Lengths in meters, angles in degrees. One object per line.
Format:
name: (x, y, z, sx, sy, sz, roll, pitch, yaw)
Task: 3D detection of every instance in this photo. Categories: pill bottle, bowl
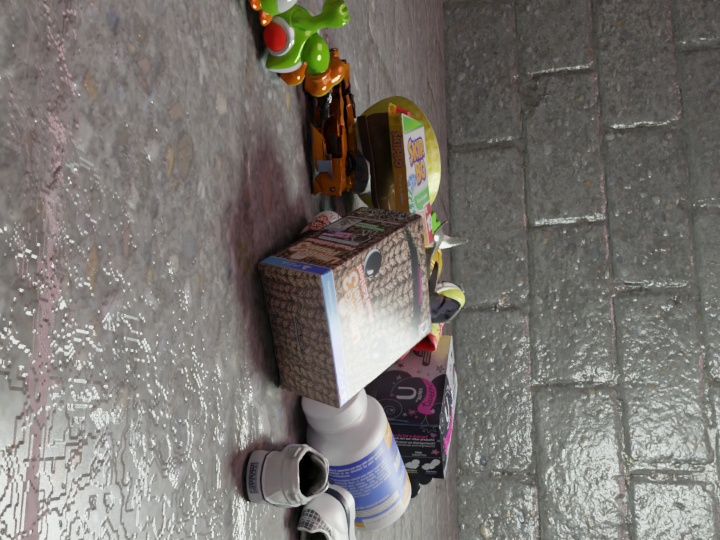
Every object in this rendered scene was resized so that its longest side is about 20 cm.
pill bottle: (-0.008, 0.236, 0.966, 0.113, 0.109, 0.203, -75, 151, -54)
bowl: (0.030, -0.178, 1.210, 0.106, 0.198, 0.205, -17, 110, -32)

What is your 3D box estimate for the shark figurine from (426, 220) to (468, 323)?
shark figurine: (0.116, 0.032, 1.115, 0.089, 0.128, 0.217, 38, 32, -22)

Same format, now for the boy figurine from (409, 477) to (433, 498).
boy figurine: (0.067, 0.393, 1.333, 0.124, 0.065, 0.201, -37, 166, -26)

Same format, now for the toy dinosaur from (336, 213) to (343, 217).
toy dinosaur: (0.000, 0.000, 1.069, 0.085, 0.198, 0.139, 11, 98, -46)

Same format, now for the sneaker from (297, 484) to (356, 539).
sneaker: (-0.041, 0.373, 0.934, 0.081, 0.075, 0.205, -49, 131, -56)

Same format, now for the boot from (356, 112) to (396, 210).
boot: (0.048, -0.139, 1.119, 0.074, 0.073, 0.205, -95, 174, -71)

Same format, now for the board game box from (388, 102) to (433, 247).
board game box: (0.073, -0.135, 1.057, 0.095, 0.029, 0.206, -5, 87, -66)

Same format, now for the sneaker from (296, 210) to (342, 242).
sneaker: (-0.036, 0.021, 1.004, 0.109, 0.065, 0.206, -66, 149, -59)

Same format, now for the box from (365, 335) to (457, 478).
box: (0.080, 0.205, 1.145, 0.202, 0.129, 0.117, -72, 157, -52)

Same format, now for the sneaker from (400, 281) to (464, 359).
sneaker: (0.103, 0.087, 1.159, 0.197, 0.091, 0.079, -22, 152, -36)

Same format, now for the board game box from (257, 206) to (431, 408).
board game box: (-0.010, 0.035, 0.876, 0.199, 0.095, 0.163, -32, 122, -45)

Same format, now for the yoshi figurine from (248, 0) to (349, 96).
yoshi figurine: (-0.074, -0.310, 0.840, 0.201, 0.110, 0.114, 65, 10, -55)

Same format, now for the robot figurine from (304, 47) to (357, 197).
robot figurine: (-0.041, -0.213, 1.053, 0.145, 0.057, 0.206, -42, 129, -75)

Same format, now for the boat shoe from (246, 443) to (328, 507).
boat shoe: (-0.066, 0.234, 0.824, 0.200, 0.064, 0.076, 36, 52, -75)

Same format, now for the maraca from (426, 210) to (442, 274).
maraca: (0.091, -0.020, 1.232, 0.200, 0.105, 0.140, -43, 144, -49)
